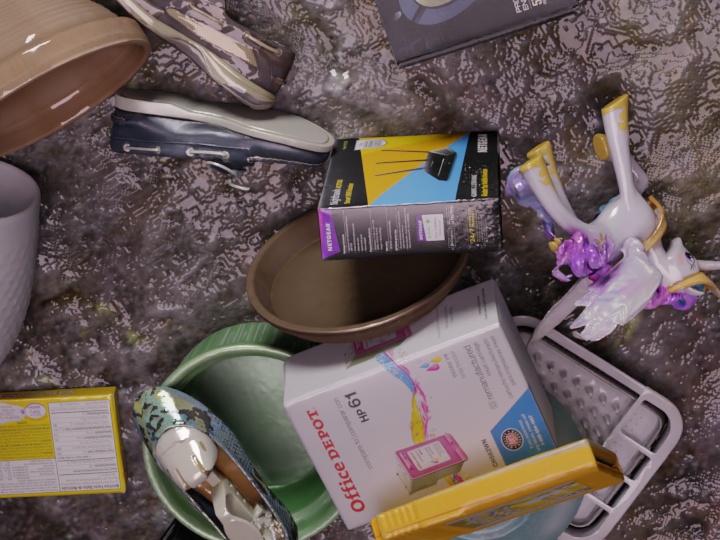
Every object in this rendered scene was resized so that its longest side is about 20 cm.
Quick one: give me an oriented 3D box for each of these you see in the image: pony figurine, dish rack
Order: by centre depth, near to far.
[{"bbox_3d":[0.209,-0.021,1.694,0.193,0.166,0.200,-35,98,-21],"label":"pony figurine"},{"bbox_3d":[0.176,0.143,1.811,0.200,0.044,0.172,32,108,-8],"label":"dish rack"}]

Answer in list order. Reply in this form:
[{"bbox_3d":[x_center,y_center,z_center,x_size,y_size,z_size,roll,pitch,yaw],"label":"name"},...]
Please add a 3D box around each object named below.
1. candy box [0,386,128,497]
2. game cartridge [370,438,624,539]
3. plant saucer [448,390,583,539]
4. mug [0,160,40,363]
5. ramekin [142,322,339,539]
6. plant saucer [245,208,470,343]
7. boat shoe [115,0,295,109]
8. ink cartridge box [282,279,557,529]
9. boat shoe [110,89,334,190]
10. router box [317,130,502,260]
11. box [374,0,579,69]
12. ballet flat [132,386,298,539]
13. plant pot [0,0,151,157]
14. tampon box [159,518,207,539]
[{"bbox_3d":[-0.323,0.164,1.855,0.199,0.026,0.103,-3,111,4],"label":"candy box"},{"bbox_3d":[0.119,0.196,1.684,0.199,0.176,0.033,-23,76,11],"label":"game cartridge"},{"bbox_3d":[0.107,0.189,1.789,0.200,0.039,0.202,1,110,4],"label":"plant saucer"},{"bbox_3d":[-0.383,-0.004,1.753,0.200,0.148,0.176,23,120,27],"label":"mug"},{"bbox_3d":[-0.094,0.145,1.798,0.199,0.098,0.201,1,109,3],"label":"ramekin"},{"bbox_3d":[0.000,0.000,1.697,0.199,0.200,0.030,-11,124,7],"label":"plant saucer"},{"bbox_3d":[-0.142,-0.222,1.698,0.200,0.074,0.073,38,93,-14],"label":"boat shoe"},{"bbox_3d":[0.049,0.116,1.673,0.199,0.085,0.145,-21,116,11],"label":"ink cartridge box"},{"bbox_3d":[-0.123,-0.112,1.725,0.199,0.075,0.062,10,107,1],"label":"boat shoe"},{"bbox_3d":[0.045,-0.066,1.665,0.149,0.200,0.051,-3,109,4],"label":"router box"},{"bbox_3d":[0.078,-0.293,1.646,0.163,0.086,0.201,-16,107,9],"label":"box"},{"bbox_3d":[-0.126,0.186,1.725,0.074,0.074,0.200,-41,101,15],"label":"ballet flat"},{"bbox_3d":[-0.285,-0.177,1.658,0.201,0.201,0.093,-32,86,13],"label":"plant pot"},{"bbox_3d":[-0.172,0.351,1.844,0.126,0.150,0.200,33,108,-7],"label":"tampon box"}]
